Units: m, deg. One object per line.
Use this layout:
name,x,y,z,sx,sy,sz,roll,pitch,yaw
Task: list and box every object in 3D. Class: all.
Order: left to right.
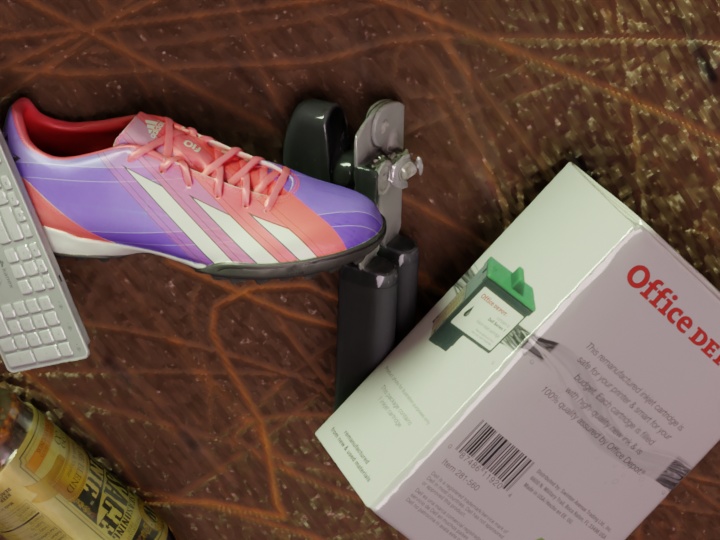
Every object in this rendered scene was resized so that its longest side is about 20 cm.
keyboard,-0.192,-0.043,1.365,0.056,0.011,0.201,-13,106,30
sauce bottle,-0.141,0.144,1.483,0.066,0.066,0.200,-40,118,13
soccer cleat,-0.086,-0.042,1.369,0.199,0.068,0.074,6,117,10
can opener,0.000,0.000,1.439,0.066,0.053,0.201,11,120,25
ink cartridge box,0.101,0.066,1.431,0.200,0.084,0.146,-47,126,4
